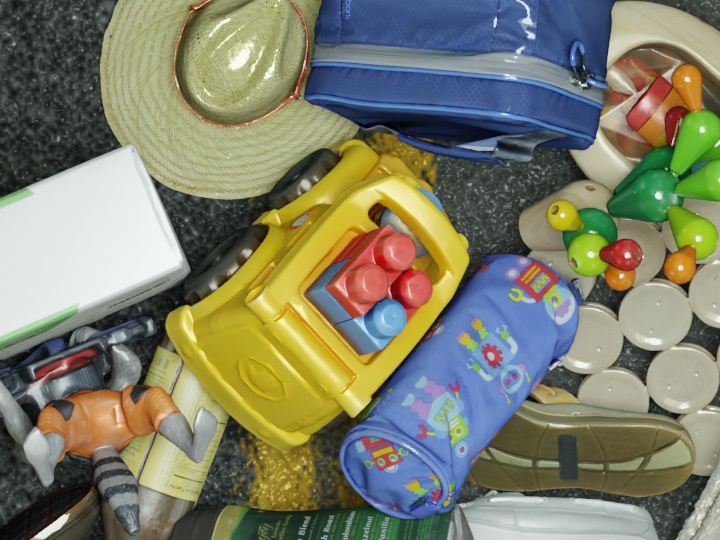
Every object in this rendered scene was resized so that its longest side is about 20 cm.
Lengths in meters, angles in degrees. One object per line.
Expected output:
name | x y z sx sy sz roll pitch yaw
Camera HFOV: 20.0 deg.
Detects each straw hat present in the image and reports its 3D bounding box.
straw hat | -0.079 -0.144 1.361 0.200 0.085 0.202 0 90 -4

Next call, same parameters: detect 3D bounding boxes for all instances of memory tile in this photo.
memory tile | 0.209 0.051 1.383 0.153 0.017 0.201 -20 106 14

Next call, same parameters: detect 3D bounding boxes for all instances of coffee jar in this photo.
coffee jar | -0.025 0.203 1.333 0.199 0.086 0.105 -3 134 17

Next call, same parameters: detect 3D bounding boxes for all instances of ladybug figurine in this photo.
ladybug figurine | 0.212 -0.097 1.391 0.200 0.072 0.136 44 88 -3

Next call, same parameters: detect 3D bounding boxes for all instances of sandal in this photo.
sandal | 0.129 0.108 1.389 0.199 0.054 0.081 6 125 9

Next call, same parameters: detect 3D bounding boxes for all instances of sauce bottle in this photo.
sauce bottle | -0.136 0.135 1.369 0.064 0.065 0.201 23 89 -4

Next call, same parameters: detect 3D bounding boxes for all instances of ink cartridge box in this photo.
ink cartridge box | -0.189 -0.007 1.297 0.144 0.200 0.084 -23 89 -4

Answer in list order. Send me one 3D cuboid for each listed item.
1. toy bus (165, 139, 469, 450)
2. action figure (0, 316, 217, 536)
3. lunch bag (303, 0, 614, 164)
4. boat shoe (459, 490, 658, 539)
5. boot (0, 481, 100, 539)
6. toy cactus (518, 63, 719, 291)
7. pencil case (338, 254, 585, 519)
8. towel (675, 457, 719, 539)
toy bus | 0.000 0.000 1.297 0.136 0.192 0.200 47 63 -11
action figure | -0.201 0.107 1.303 0.199 0.193 0.105 -20 103 -19
lunch bag | 0.071 -0.137 1.319 0.199 0.136 0.133 9 89 35
boat shoe | 0.104 0.181 1.387 0.199 0.069 0.072 -3 125 7
boot | -0.230 0.233 1.367 0.200 0.075 0.097 -40 104 5
toy cactus | 0.164 -0.048 1.290 0.102 0.165 0.200 55 49 -18
pencil case | 0.069 0.074 1.312 0.087 0.078 0.200 44 54 -4
towel | 0.293 0.137 1.372 0.132 0.034 0.201 19 105 -35
